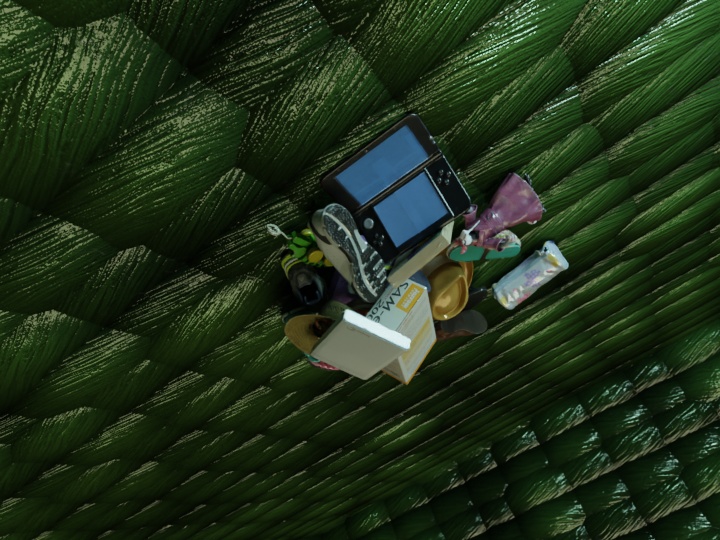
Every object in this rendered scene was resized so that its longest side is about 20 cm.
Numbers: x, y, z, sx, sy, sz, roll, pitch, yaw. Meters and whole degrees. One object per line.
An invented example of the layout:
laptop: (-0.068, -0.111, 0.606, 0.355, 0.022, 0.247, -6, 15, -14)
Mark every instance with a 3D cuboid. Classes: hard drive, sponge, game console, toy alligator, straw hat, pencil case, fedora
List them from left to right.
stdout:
toy alligator: (-0.103, -0.039, 0.991, 0.198, 0.060, 0.054, 14, 127, -44)
straw hat: (-0.051, 0.108, 1.087, 0.198, 0.086, 0.202, 13, 148, 8)
hard drive: (-0.006, 0.145, 1.014, 0.130, 0.027, 0.200, 26, 147, -10)
sponge: (0.000, 0.000, 1.142, 0.110, 0.030, 0.201, -8, 143, -25)
game console: (0.063, -0.130, 0.924, 0.199, 0.174, 0.119, -33, 173, 16)
fedora: (0.189, 0.046, 1.226, 0.198, 0.082, 0.203, -13, 125, -19)
pencil case: (0.429, 0.014, 1.380, 0.090, 0.084, 0.200, 6, 138, -47)

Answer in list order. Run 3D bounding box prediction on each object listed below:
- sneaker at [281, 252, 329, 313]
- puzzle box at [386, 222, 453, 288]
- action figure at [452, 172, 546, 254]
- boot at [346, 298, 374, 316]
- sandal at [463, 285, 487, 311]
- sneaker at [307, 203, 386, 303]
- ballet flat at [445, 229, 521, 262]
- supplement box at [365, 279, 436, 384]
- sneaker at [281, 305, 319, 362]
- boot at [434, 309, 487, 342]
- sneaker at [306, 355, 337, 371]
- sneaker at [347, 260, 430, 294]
sneaker: (-0.105, 0.043, 1.091, 0.073, 0.082, 0.201, -23, 147, 1)
puzzle box: (0.119, -0.044, 1.038, 0.133, 0.025, 0.200, -40, -174, 21)
action figure: (0.265, -0.107, 1.099, 0.199, 0.135, 0.149, -36, 173, 4)
boot: (0.047, 0.132, 1.193, 0.074, 0.109, 0.199, -28, 153, 31)
sandal: (0.264, 0.078, 1.412, 0.074, 0.049, 0.201, -8, 157, -19)
sneaker: (-0.022, -0.029, 0.962, 0.074, 0.079, 0.202, -42, 114, -29)
ballet flat: (0.263, -0.058, 1.192, 0.197, 0.065, 0.076, -1, 140, -27)
supplement box: (0.083, 0.122, 1.088, 0.126, 0.073, 0.201, -51, 147, -24)
sneaker: (-0.120, 0.143, 1.227, 0.076, 0.080, 0.201, -22, 147, -1)
boot: (0.217, 0.170, 1.462, 0.184, 0.065, 0.200, 1, 157, -33)
sneaker: (-0.062, 0.232, 1.406, 0.198, 0.080, 0.095, 6, 149, -36)
sneaker: (0.058, 0.024, 1.123, 0.198, 0.075, 0.083, 11, 130, -32)
